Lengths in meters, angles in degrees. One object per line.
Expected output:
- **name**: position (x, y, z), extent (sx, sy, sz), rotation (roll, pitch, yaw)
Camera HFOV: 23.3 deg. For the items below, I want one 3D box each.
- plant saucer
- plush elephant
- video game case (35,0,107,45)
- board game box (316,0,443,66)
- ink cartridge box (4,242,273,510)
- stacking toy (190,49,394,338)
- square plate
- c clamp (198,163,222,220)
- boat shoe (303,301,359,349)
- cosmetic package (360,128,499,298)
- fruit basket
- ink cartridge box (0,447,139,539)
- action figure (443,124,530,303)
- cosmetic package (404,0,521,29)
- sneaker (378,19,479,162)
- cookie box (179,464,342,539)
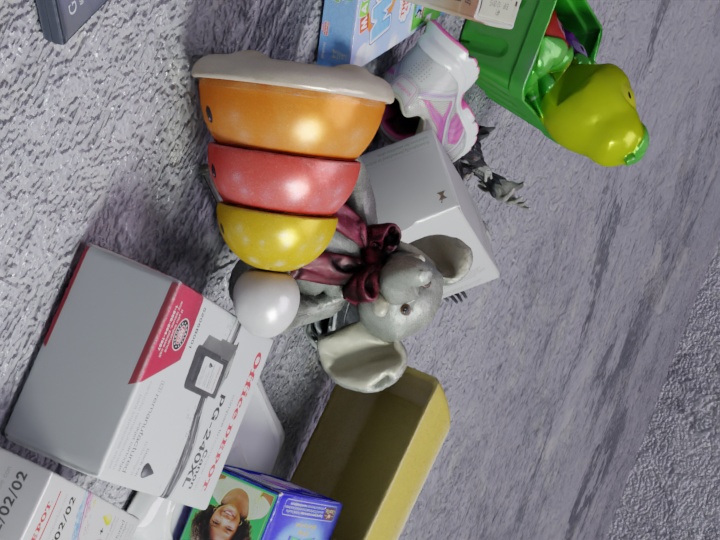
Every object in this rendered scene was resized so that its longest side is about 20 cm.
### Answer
- **plant saucer**: position (0.007, 0.182, 1.601), extent (0.201, 0.048, 0.200), rotation (-65, -157, -4)
- **plush elephant**: position (0.000, 0.000, 1.374), extent (0.200, 0.154, 0.165), rotation (86, 27, -71)
- **video game case**: position (-0.143, -0.252, 1.070), extent (0.200, 0.019, 0.143), rotation (-53, 153, -36)
- **board game box**: position (0.031, -0.266, 1.471), extent (0.200, 0.036, 0.152), rotation (-40, 144, -52)
- **ink cartridge box**: position (-0.151, 0.082, 1.253), extent (0.146, 0.083, 0.200), rotation (-68, 159, -7)
- **stacking toy**: position (-0.058, -0.051, 1.243), extent (0.146, 0.145, 0.201), rotation (-1, 99, -68)
- **square plate**: position (-0.124, 0.178, 1.488), extent (0.199, 0.028, 0.200), rotation (-62, 158, -24)
- **c clamp**: position (-0.045, -0.093, 1.405), extent (0.200, 0.027, 0.171), rotation (-47, 156, -22)
- **boat shoe**: position (-0.016, 0.048, 1.586), extent (0.199, 0.068, 0.074), rotation (125, -21, -74)
- **cosmetic package**: position (0.052, -0.040, 1.594), extent (0.200, 0.107, 0.085), rotation (54, 18, -66)
- **fruit basket**: position (0.212, -0.197, 1.759), extent (0.156, 0.215, 0.216), rotation (-69, 159, -3)
- **ink cartridge box**: position (-0.233, 0.187, 1.164), extent (0.116, 0.068, 0.200), rotation (-66, 159, -12)
- **action figure**: position (0.113, -0.068, 1.766), extent (0.119, 0.102, 0.201), rotation (-39, 147, -34)
- **cosmetic package**: position (0.020, -0.246, 1.229), extent (0.087, 0.199, 0.104), rotation (-7, 113, -66)
- **sneaker**: position (0.051, -0.143, 1.584), extent (0.088, 0.081, 0.200), rotation (-40, 158, -14)
- **cookie box**: position (-0.105, 0.273, 1.473), extent (0.201, 0.075, 0.171), rotation (-69, 160, -4)
